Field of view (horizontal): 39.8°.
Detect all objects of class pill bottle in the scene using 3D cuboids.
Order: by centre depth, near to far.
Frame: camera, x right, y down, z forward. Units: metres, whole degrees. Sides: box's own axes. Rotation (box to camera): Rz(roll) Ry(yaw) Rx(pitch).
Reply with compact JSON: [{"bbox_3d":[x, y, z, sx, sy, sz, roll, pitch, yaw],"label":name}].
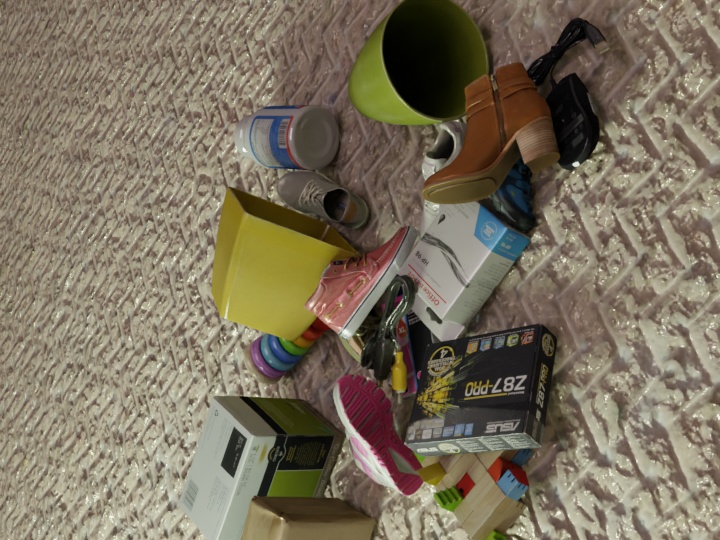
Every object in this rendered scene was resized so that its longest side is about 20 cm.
[{"bbox_3d":[-0.138,-0.238,1.777,0.199,0.111,0.114,11,91,50],"label":"pill bottle"}]

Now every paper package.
[{"bbox_3d":[-0.092,0.457,1.530,0.103,0.189,0.203,19,96,51],"label":"paper package"}]

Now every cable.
[{"bbox_3d":[0.047,0.092,1.477,0.097,0.050,0.202,38,122,52],"label":"cable"}]

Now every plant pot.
[{"bbox_3d":[0.066,-0.299,1.527,0.199,0.185,0.190,-12,73,62],"label":"plant pot"},{"bbox_3d":[-0.145,-0.003,1.623,0.178,0.198,0.200,-66,21,10],"label":"plant pot"}]

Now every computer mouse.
[{"bbox_3d":[0.297,-0.237,1.328,0.141,0.046,0.202,-50,40,39],"label":"computer mouse"}]

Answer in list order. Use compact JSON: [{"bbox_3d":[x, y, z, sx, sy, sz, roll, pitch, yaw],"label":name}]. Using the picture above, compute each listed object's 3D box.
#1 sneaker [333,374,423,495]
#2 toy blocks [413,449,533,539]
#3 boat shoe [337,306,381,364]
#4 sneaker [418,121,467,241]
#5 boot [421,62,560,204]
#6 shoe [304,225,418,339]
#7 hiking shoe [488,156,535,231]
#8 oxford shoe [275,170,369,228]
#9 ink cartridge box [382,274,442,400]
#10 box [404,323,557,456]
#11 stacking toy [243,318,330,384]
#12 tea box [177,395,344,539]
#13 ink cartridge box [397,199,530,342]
[{"bbox_3d":[0.012,0.250,1.490,0.088,0.081,0.202,-21,99,54],"label":"sneaker"},{"bbox_3d":[0.171,0.267,1.351,0.137,0.099,0.200,-52,38,12],"label":"toy blocks"},{"bbox_3d":[0.001,0.067,1.592,0.063,0.072,0.202,-53,40,34],"label":"boat shoe"},{"bbox_3d":[0.116,-0.127,1.474,0.075,0.099,0.202,28,106,45],"label":"sneaker"},{"bbox_3d":[0.161,-0.185,1.354,0.198,0.074,0.156,-20,66,8],"label":"boot"},{"bbox_3d":[0.000,0.000,1.511,0.201,0.091,0.071,-55,4,6],"label":"shoe"},{"bbox_3d":[0.213,-0.156,1.388,0.086,0.074,0.202,-25,71,30],"label":"hiking shoe"},{"bbox_3d":[-0.072,-0.126,1.689,0.199,0.058,0.076,26,95,35],"label":"oxford shoe"},{"bbox_3d":[0.083,0.089,1.521,0.094,0.037,0.203,-27,61,43],"label":"ink cartridge box"},{"bbox_3d":[0.163,0.165,1.347,0.198,0.049,0.163,-13,51,40],"label":"box"},{"bbox_3d":[-0.112,0.116,1.709,0.200,0.085,0.086,-38,56,32],"label":"stacking toy"},{"bbox_3d":[-0.162,0.326,1.631,0.133,0.195,0.202,33,106,46],"label":"tea box"},{"bbox_3d":[0.135,-0.004,1.426,0.116,0.066,0.201,46,108,37],"label":"ink cartridge box"}]
